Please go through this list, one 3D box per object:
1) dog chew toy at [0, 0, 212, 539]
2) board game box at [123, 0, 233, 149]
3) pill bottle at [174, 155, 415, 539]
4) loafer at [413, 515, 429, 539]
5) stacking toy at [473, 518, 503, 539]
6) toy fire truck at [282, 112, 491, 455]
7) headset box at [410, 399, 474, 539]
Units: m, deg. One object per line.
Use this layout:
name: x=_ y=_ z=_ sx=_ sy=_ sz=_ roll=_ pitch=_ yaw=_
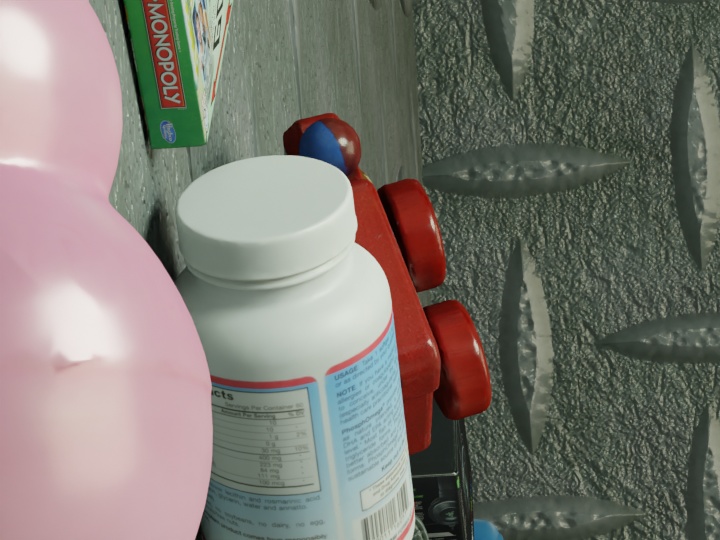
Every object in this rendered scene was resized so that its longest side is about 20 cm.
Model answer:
dog chew toy: x=-0.098 y=-0.016 z=0.406 sx=0.125 sy=0.124 sz=0.200 roll=62 pitch=17 yaw=-77
board game box: x=-0.087 y=-0.169 z=1.032 sx=0.200 sy=0.029 sz=0.135 roll=-86 pitch=172 yaw=-53
pill bottle: x=-0.035 y=0.051 z=1.029 sx=0.109 sy=0.109 sz=0.200 roll=-84 pitch=169 yaw=-59
loafer: x=0.016 y=0.279 z=1.728 sx=0.063 sy=0.072 sz=0.200 roll=-134 pitch=-136 yaw=-67
stacking toy: x=0.096 y=0.367 z=2.353 sx=0.200 sy=0.110 sz=0.116 roll=98 pitch=-8 yaw=-52
toy fire truck: x=0.000 y=0.000 z=1.166 sx=0.168 sy=0.112 sz=0.200 roll=93 pitch=-20 yaw=-62
headset box: x=0.047 y=0.171 z=1.896 sx=0.174 sy=0.093 sz=0.200 roll=-88 pitch=172 yaw=-46
